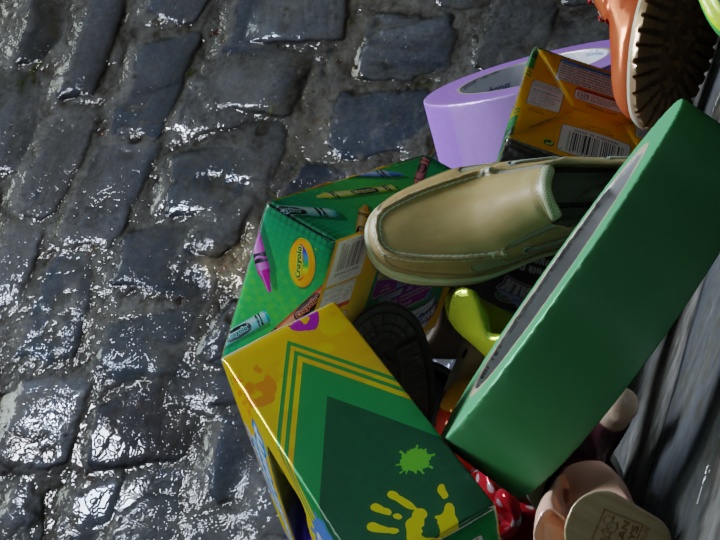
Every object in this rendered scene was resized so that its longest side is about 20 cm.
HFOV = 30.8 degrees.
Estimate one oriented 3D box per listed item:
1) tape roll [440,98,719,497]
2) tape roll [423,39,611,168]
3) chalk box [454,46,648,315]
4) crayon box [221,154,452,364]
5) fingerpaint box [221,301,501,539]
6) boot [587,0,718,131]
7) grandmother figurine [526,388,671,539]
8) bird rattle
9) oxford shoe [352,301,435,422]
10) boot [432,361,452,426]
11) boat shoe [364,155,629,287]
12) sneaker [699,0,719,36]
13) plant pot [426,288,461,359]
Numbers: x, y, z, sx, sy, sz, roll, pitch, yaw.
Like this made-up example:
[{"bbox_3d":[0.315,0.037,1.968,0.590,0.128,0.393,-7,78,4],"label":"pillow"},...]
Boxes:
[{"bbox_3d":[0.113,0.013,0.629,0.201,0.048,0.200,-55,-3,-5],"label":"tape roll"},{"bbox_3d":[0.158,-0.143,1.137,0.200,0.198,0.066,-58,-45,-69],"label":"tape roll"},{"bbox_3d":[0.150,-0.038,0.979,0.124,0.124,0.201,-67,-6,-45],"label":"chalk box"},{"bbox_3d":[0.000,0.000,0.885,0.200,0.058,0.120,-22,-44,-55],"label":"crayon box"},{"bbox_3d":[0.011,0.147,0.681,0.167,0.073,0.201,50,161,46],"label":"fingerpaint box"},{"bbox_3d":[0.190,-0.195,0.915,0.107,0.075,0.202,1,87,54],"label":"boot"},{"bbox_3d":[0.105,0.113,0.625,0.122,0.060,0.200,-63,-2,3],"label":"grandmother figurine"},{"bbox_3d":[0.092,0.108,0.820,0.163,0.112,0.202,-166,82,-75],"label":"bird rattle"},{"bbox_3d":[0.015,0.095,0.891,0.085,0.072,0.201,-79,-7,-54],"label":"oxford shoe"},{"bbox_3d":[0.065,0.162,1.014,0.212,0.079,0.158,67,-170,15],"label":"boot"},{"bbox_3d":[0.100,-0.040,0.777,0.076,0.198,0.072,107,149,-78],"label":"boat shoe"},{"bbox_3d":[0.194,-0.157,0.620,0.201,0.073,0.084,-71,-29,-49],"label":"sneaker"},{"bbox_3d":[0.083,0.001,1.129,0.199,0.186,0.188,-21,-46,-51],"label":"plant pot"}]
